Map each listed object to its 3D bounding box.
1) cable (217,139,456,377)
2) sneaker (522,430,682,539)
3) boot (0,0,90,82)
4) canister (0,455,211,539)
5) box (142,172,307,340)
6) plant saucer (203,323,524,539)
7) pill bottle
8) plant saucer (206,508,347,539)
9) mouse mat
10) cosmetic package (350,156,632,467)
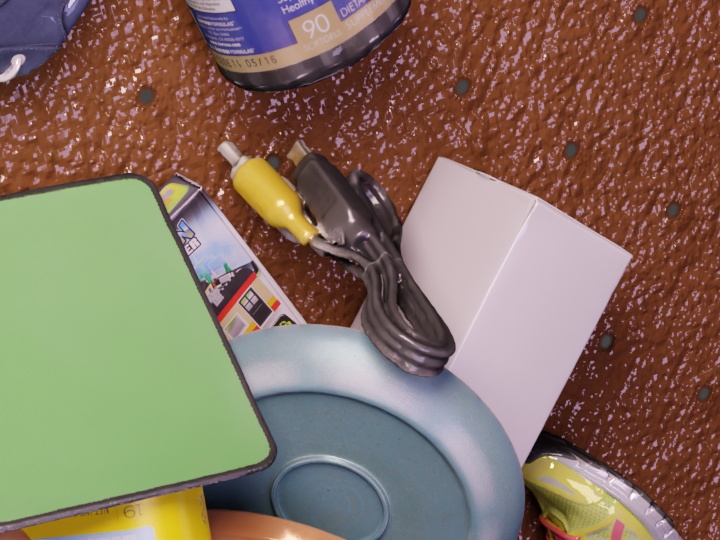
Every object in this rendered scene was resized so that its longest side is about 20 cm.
[{"bbox_3d":[0.000,0.000,1.363,0.097,0.200,0.050,20,118,-44],"label":"cable"},{"bbox_3d":[0.144,0.174,1.569,0.090,0.078,0.200,-48,123,-6],"label":"sneaker"},{"bbox_3d":[-0.203,-0.111,1.280,0.090,0.073,0.200,43,81,-27],"label":"boot"},{"bbox_3d":[-0.135,0.194,1.322,0.147,0.087,0.202,-7,100,17],"label":"canister"},{"bbox_3d":[-0.134,0.056,1.396,0.200,0.035,0.110,-44,121,-11],"label":"box"},{"bbox_3d":[-0.014,0.116,1.371,0.201,0.199,0.027,62,29,-28],"label":"plant saucer"},{"bbox_3d":[-0.059,-0.200,1.314,0.112,0.112,0.201,-35,120,-16],"label":"pill bottle"},{"bbox_3d":[-0.042,0.197,1.402,0.200,0.199,0.038,44,49,-32],"label":"plant saucer"},{"bbox_3d":[-0.146,0.036,1.300,0.160,0.201,0.008,-11,143,-23],"label":"mouse mat"},{"bbox_3d":[0.052,0.050,1.459,0.085,0.107,0.201,29,91,-33],"label":"cosmetic package"}]
